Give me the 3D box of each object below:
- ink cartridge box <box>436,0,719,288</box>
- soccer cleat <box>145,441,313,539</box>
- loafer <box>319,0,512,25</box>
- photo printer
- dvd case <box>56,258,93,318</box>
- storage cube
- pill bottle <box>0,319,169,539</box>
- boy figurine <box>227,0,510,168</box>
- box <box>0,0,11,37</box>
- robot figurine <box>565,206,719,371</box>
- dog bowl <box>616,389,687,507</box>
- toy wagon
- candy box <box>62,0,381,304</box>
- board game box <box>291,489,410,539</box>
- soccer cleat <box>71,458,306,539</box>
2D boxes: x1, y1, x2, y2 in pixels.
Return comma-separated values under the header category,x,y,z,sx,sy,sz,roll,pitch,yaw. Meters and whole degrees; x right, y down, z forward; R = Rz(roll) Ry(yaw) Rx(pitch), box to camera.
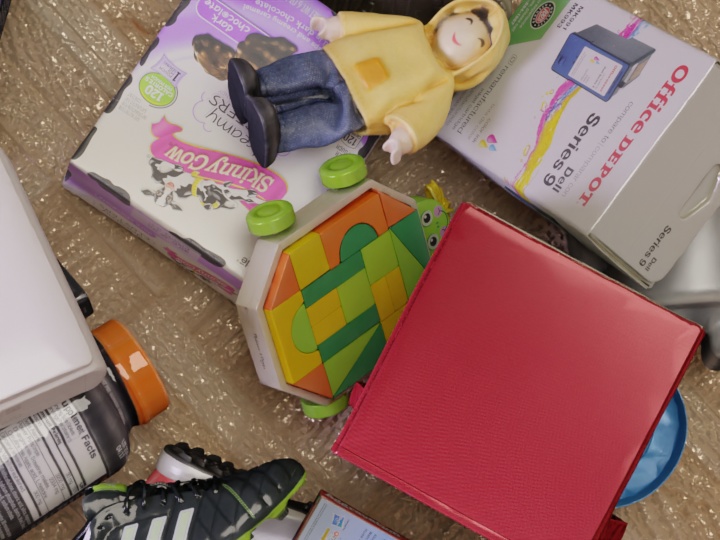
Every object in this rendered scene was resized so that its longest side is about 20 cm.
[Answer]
category,x,y,z,sx,sy,sz,roll,pitch,yaw
ink cartridge box,0.162,-0.099,1.540,0.087,0.200,0.146,35,93,-41
soccer cleat,-0.057,0.188,1.530,0.199,0.068,0.073,27,95,-7
loafer,0.015,-0.212,1.626,0.199,0.076,0.068,19,32,4
photo printer,-0.272,0.010,1.414,0.166,0.069,0.201,-23,75,-13
dvd case,-0.295,0.031,1.488,0.199,0.025,0.150,-32,50,-15
storage cube,0.107,0.076,1.473,0.199,0.171,0.181,27,92,6
pill bottle,-0.224,0.113,1.484,0.199,0.106,0.107,-33,86,-17
boy figurine,0.015,-0.128,1.529,0.199,0.065,0.125,-17,62,-13
box,-0.315,-0.178,1.531,0.147,0.104,0.201,14,76,-8
robot figurine,0.227,-0.030,1.604,0.168,0.113,0.201,-2,78,-3
dog bowl,0.140,0.074,1.584,0.111,0.050,0.200,-41,89,2
toy wagon,0.000,0.000,1.545,0.200,0.039,0.156,-35,122,-32
candy box,-0.083,-0.098,1.577,0.167,0.072,0.201,34,73,-3
board game box,-0.031,0.256,1.498,0.103,0.019,0.201,30,96,-3
soccer cleat,-0.131,0.163,1.457,0.199,0.068,0.081,-29,96,-1
